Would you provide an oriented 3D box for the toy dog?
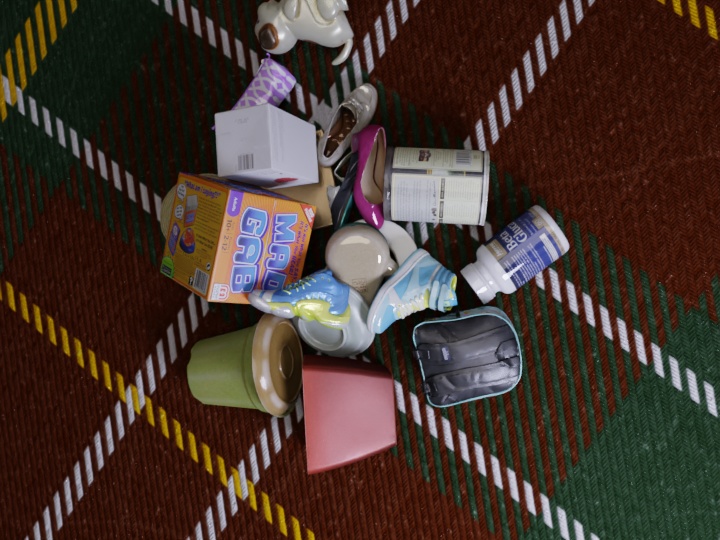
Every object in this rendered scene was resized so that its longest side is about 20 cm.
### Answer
[{"bbox_3d":[-0.121,-0.515,1.379,0.197,0.140,0.196,-13,119,6],"label":"toy dog"}]

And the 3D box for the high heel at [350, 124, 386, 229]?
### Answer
[{"bbox_3d":[0.028,-0.180,1.311,0.067,0.096,0.203,-19,100,-28],"label":"high heel"}]

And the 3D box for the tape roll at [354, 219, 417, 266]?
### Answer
[{"bbox_3d":[0.027,-0.008,1.390,0.199,0.037,0.207,0,90,7],"label":"tape roll"}]

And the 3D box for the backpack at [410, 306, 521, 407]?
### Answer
[{"bbox_3d":[0.214,0.160,1.305,0.197,0.153,0.179,-13,90,17],"label":"backpack"}]

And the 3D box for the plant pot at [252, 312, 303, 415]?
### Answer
[{"bbox_3d":[-0.153,0.178,1.303,0.027,0.200,0.204,-6,89,17],"label":"plant pot"}]

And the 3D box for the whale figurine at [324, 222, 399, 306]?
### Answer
[{"bbox_3d":[0.000,0.000,1.339,0.156,0.104,0.203,-8,113,6],"label":"whale figurine"}]

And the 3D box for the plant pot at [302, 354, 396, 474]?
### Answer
[{"bbox_3d":[-0.023,0.272,1.325,0.173,0.200,0.204,-3,89,-3],"label":"plant pot"}]

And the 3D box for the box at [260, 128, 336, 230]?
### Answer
[{"bbox_3d":[-0.133,-0.181,1.419,0.161,0.021,0.203,-13,88,7],"label":"box"}]

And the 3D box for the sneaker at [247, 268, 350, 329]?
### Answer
[{"bbox_3d":[-0.107,0.040,1.244,0.197,0.076,0.107,16,82,-22],"label":"sneaker"}]

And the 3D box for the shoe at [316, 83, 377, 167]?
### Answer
[{"bbox_3d":[-0.025,-0.303,1.383,0.069,0.053,0.202,31,84,2],"label":"shoe"}]

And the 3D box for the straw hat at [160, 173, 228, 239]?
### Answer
[{"bbox_3d":[-0.347,-0.115,1.415,0.197,0.085,0.205,0,89,8],"label":"straw hat"}]

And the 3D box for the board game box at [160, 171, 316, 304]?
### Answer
[{"bbox_3d":[-0.238,-0.060,1.294,0.199,0.198,0.203,22,102,46],"label":"board game box"}]

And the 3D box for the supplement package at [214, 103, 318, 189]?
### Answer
[{"bbox_3d":[-0.177,-0.235,1.304,0.119,0.199,0.122,-5,88,22],"label":"supplement package"}]

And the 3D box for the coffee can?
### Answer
[{"bbox_3d":[0.149,-0.167,1.320,0.196,0.146,0.149,4,90,7],"label":"coffee can"}]

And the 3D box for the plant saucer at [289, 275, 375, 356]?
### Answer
[{"bbox_3d":[-0.068,0.105,1.340,0.197,0.050,0.202,13,128,16],"label":"plant saucer"}]

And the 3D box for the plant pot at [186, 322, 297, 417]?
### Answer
[{"bbox_3d":[-0.241,0.199,1.360,0.181,0.200,0.204,-7,89,19],"label":"plant pot"}]

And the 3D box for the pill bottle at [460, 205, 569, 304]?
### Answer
[{"bbox_3d":[0.298,-0.026,1.317,0.199,0.111,0.112,-38,85,5],"label":"pill bottle"}]

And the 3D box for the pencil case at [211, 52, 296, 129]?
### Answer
[{"bbox_3d":[-0.218,-0.351,1.400,0.085,0.084,0.201,35,93,-28],"label":"pencil case"}]

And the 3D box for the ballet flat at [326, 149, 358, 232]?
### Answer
[{"bbox_3d":[-0.030,-0.175,1.379,0.072,0.073,0.202,23,80,7],"label":"ballet flat"}]

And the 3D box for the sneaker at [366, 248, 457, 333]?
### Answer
[{"bbox_3d":[0.109,0.060,1.283,0.130,0.080,0.201,31,72,25],"label":"sneaker"}]
